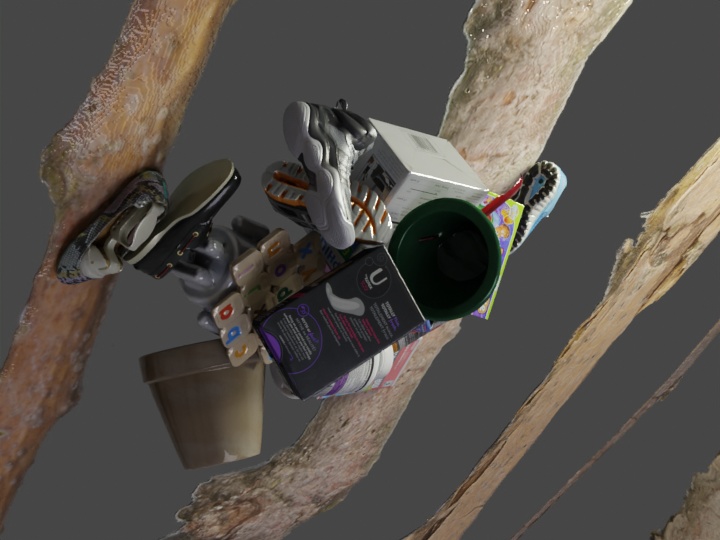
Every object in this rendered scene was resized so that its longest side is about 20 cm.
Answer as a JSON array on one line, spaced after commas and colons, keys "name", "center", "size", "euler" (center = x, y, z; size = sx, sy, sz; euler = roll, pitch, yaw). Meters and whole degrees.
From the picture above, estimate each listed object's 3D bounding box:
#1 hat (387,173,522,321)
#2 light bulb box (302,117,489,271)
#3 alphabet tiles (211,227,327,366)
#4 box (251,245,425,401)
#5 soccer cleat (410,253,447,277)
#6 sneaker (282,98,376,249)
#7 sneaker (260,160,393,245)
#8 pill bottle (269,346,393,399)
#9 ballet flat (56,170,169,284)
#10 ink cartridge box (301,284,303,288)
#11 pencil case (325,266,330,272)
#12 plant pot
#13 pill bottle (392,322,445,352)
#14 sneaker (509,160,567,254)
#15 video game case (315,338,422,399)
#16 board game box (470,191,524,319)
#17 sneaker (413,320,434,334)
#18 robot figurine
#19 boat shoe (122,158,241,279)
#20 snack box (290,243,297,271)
[{"name": "hat", "center": [0.157, -0.025, 1.389], "size": [0.197, 0.169, 0.175], "euler": [-25, 173, 24]}, {"name": "light bulb box", "center": [0.050, -0.095, 1.429], "size": [0.196, 0.126, 0.201], "euler": [7, 129, -47]}, {"name": "alphabet tiles", "center": [-0.122, 0.038, 1.336], "size": [0.195, 0.014, 0.202], "euler": [-40, 140, -25]}, {"name": "box", "center": [-0.032, 0.069, 1.291], "size": [0.198, 0.124, 0.106], "euler": [-31, -175, -12]}, {"name": "soccer cleat", "center": [0.099, -0.008, 1.408], "size": [0.198, 0.070, 0.078], "euler": [-31, 141, -7]}, {"name": "sneaker", "center": [-0.022, -0.135, 1.264], "size": [0.112, 0.204, 0.075], "euler": [-17, 174, -32]}, {"name": "sneaker", "center": [-0.044, -0.086, 1.325], "size": [0.079, 0.197, 0.078], "euler": [-58, 167, -26]}, {"name": "pill bottle", "center": [-0.040, 0.140, 1.518], "size": [0.198, 0.112, 0.112], "euler": [1, 133, -48]}, {"name": "ballet flat", "center": [-0.315, -0.039, 1.217], "size": [0.200, 0.072, 0.072], "euler": [-45, 146, 13]}, {"name": "ink cartridge box", "center": [-0.064, 0.089, 1.601], "size": [0.115, 0.068, 0.202], "euler": [-2, 133, -41]}, {"name": "pencil case", "center": [0.000, 0.000, 1.531], "size": [0.197, 0.088, 0.088], "euler": [8, 127, -43]}, {"name": "plant pot", "center": [-0.219, 0.198, 1.421], "size": [0.195, 0.178, 0.200], "euler": [-12, 173, -1]}, {"name": "pill bottle", "center": [0.097, 0.055, 1.664], "size": [0.197, 0.117, 0.117], "euler": [-28, 146, -11]}, {"name": "sneaker", "center": [0.304, -0.098, 1.704], "size": [0.089, 0.079, 0.201], "euler": [7, 127, -50]}, {"name": "video game case", "center": [0.016, 0.183, 1.835], "size": [0.197, 0.018, 0.144], "euler": [-4, 135, -39]}, {"name": "board game box", "center": [0.183, -0.034, 1.592], "size": [0.132, 0.045, 0.204], "euler": [16, 93, -34]}, {"name": "sneaker", "center": [0.074, 0.066, 1.467], "size": [0.198, 0.079, 0.076], "euler": [-32, 150, -6]}, {"name": "robot figurine", "center": [-0.180, 0.008, 1.355], "size": [0.199, 0.112, 0.172], "euler": [31, 81, -54]}, {"name": "boat shoe", "center": [-0.225, -0.067, 1.249], "size": [0.201, 0.074, 0.063], "euler": [-41, 128, 18]}, {"name": "snack box", "center": [-0.124, 0.055, 1.500], "size": [0.024, 0.073, 0.202], "euler": [0, 136, -13]}]
